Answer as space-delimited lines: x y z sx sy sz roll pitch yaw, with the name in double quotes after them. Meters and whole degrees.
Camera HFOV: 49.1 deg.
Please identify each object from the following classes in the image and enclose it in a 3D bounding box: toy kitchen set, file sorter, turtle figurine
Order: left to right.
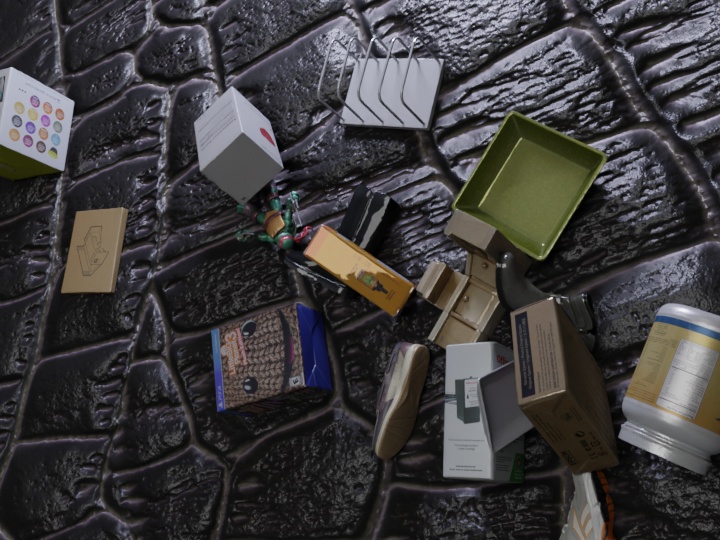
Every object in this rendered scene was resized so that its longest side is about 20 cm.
-0.175 -0.098 1.553 0.149 0.101 0.200 -36 45 0 "turtle figurine"
0.035 -0.358 1.489 0.198 0.124 0.140 10 80 32 "file sorter"
0.140 0.014 1.287 0.163 0.180 0.201 30 91 34 "toy kitchen set"

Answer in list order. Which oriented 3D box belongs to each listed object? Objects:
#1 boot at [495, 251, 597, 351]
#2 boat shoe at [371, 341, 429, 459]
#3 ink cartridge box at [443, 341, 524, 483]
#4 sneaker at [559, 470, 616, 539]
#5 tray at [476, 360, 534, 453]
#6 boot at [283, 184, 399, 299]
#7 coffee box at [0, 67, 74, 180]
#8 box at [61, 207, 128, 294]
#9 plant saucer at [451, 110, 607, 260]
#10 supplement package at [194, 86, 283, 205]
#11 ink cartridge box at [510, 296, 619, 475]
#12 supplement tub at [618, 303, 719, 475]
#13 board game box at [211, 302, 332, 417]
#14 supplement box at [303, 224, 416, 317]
0.289 0.044 1.204 0.129 0.201 0.068 -8 36 29 "boot"
0.060 0.218 1.345 0.064 0.072 0.202 15 87 45 "boat shoe"
0.193 0.221 1.218 0.082 0.146 0.202 -5 72 30 "ink cartridge box"
0.321 0.370 1.145 0.091 0.075 0.202 -20 66 29 "sneaker"
0.226 0.188 1.167 0.022 0.199 0.109 -11 91 40 "tray"
-0.037 -0.071 1.479 0.164 0.066 0.202 26 95 21 "boot"
-0.871 -0.358 1.974 0.198 0.199 0.200 -4 74 29 "coffee box"
-0.621 -0.045 1.843 0.162 0.021 0.202 -2 74 30 "box"
0.285 -0.139 1.325 0.199 0.048 0.201 34 94 33 "plant saucer"
-0.248 -0.252 1.589 0.119 0.121 0.201 -39 38 15 "supplement package"
0.289 0.166 1.118 0.075 0.200 0.166 -23 38 25 "ink cartridge box"
0.449 0.162 1.085 0.144 0.144 0.202 21 87 33 "supplement tub"
-0.167 0.169 1.471 0.198 0.097 0.161 -19 67 24 "board game box"
0.000 0.000 1.398 0.199 0.069 0.067 35 94 9 "supplement box"
